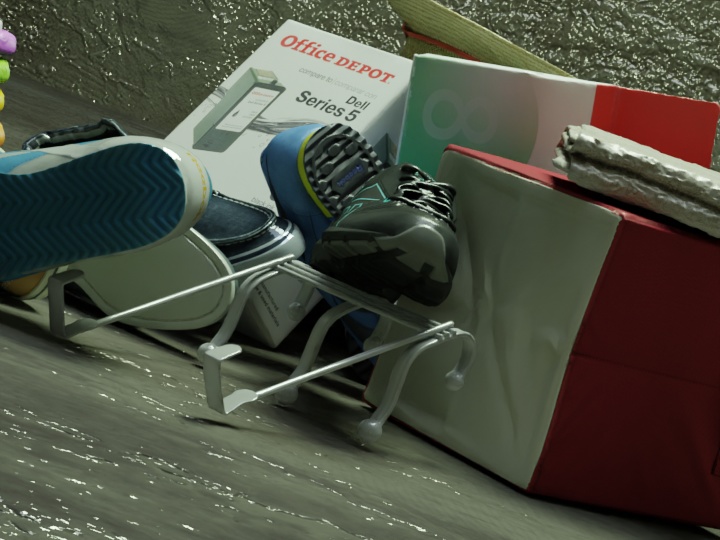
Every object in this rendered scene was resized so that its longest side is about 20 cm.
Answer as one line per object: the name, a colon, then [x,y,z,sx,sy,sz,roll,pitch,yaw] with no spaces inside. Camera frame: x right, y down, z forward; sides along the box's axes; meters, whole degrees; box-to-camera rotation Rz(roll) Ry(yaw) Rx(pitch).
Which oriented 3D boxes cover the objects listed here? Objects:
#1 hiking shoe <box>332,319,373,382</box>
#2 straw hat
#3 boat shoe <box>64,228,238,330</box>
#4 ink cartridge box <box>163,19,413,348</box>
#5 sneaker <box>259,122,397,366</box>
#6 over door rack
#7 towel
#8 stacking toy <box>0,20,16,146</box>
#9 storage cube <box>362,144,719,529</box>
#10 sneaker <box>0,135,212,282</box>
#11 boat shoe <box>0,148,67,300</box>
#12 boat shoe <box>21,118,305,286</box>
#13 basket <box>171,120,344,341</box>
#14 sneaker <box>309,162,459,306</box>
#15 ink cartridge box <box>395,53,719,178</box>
hiking shoe: [0.081,0.055,1.711,0.199,0.076,0.101,17,8,-15]
straw hat: [0.063,-0.133,1.788,0.201,0.085,0.201,27,5,-2]
boat shoe: [-0.149,-0.010,1.551,0.200,0.073,0.062,15,2,29]
ink cartridge box: [-0.052,-0.063,1.714,0.145,0.200,0.084,23,-29,42]
sneaker: [0.000,0.000,1.607,0.066,0.200,0.078,-35,13,-33]
over door rack: [-0.056,0.044,1.403,0.200,0.067,0.148,-5,19,-46]
towel: [0.207,-0.038,1.486,0.199,0.035,0.133,20,8,2]
stacking toy: [-0.280,-0.144,1.757,0.110,0.201,0.116,15,6,-42]
storage cube: [0.137,0.041,1.533,0.179,0.171,0.200,14,8,-39]
sneaker: [-0.178,-0.031,1.402,0.199,0.077,0.081,-3,3,16]
boat shoe: [-0.238,-0.040,1.519,0.062,0.075,0.200,23,7,-36]
boat shoe: [-0.129,-0.042,1.590,0.200,0.091,0.071,2,30,35]
basket: [-0.043,-0.037,1.853,0.199,0.181,0.136,13,-26,12]
sneaker: [0.019,-0.027,1.461,0.075,0.079,0.200,32,-7,-11]
ink cartridge box: [0.120,-0.046,1.649,0.199,0.161,0.050,10,9,8]
